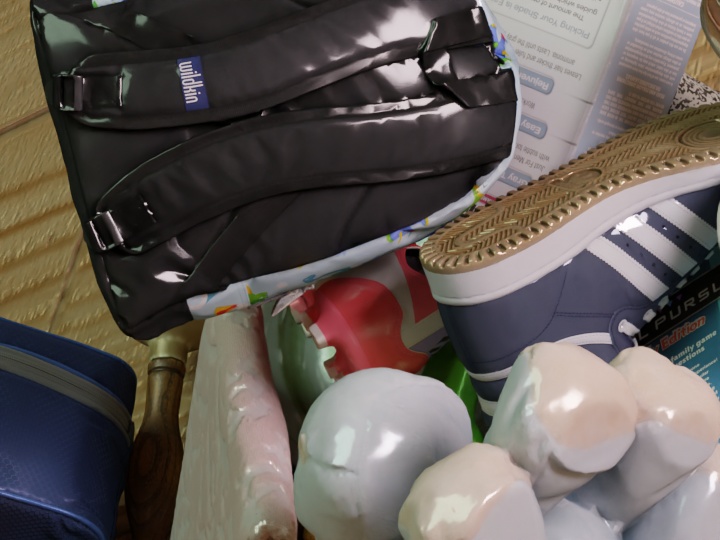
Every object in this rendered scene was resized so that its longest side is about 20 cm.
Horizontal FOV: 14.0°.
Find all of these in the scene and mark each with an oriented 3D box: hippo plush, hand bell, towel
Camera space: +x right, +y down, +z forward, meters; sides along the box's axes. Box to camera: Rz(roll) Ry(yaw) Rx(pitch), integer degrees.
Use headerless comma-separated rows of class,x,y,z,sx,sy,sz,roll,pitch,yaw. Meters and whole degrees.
hippo plush,0.060,0.106,1.200,0.159,0.201,0.161,-32,29,-27
hand bell,-0.108,0.063,1.637,0.104,0.104,0.201,-21,53,39
towel,-0.063,0.137,1.421,0.200,0.032,0.192,-105,21,-56

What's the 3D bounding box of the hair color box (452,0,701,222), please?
hair color box,0.095,-0.099,1.387,0.099,0.060,0.201,26,96,41

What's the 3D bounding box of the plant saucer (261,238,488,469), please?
plant saucer,0.034,0.024,1.474,0.199,0.050,0.201,-16,59,28

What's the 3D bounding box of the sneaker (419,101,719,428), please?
sneaker,0.125,0.002,1.312,0.199,0.109,0.070,-25,22,-19

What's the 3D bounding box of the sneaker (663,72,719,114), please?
sneaker,0.118,-0.074,1.467,0.199,0.089,0.077,-7,49,49

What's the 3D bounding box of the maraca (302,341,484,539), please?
maraca,0.026,0.121,1.338,0.137,0.107,0.201,-44,33,47

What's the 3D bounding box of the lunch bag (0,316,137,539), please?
lunch bag,-0.206,0.120,1.596,0.200,0.135,0.133,126,161,-46

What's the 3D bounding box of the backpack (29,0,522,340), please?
backpack,-0.026,-0.069,1.314,0.199,0.164,0.154,-19,-6,8

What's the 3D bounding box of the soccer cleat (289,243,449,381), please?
soccer cleat,0.000,0.000,1.414,0.076,0.067,0.200,-25,23,-2

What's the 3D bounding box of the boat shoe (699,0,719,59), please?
boat shoe,0.240,-0.090,1.237,0.076,0.199,0.072,-57,-15,-35

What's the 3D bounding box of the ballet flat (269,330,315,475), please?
ballet flat,-0.016,0.037,1.561,0.201,0.068,0.063,-66,6,-31

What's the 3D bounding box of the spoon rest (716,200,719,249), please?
spoon rest,0.229,-0.041,1.290,0.200,0.099,0.061,-45,-1,-29

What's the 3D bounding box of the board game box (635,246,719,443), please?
board game box,0.151,0.083,1.288,0.151,0.047,0.201,-34,33,24
